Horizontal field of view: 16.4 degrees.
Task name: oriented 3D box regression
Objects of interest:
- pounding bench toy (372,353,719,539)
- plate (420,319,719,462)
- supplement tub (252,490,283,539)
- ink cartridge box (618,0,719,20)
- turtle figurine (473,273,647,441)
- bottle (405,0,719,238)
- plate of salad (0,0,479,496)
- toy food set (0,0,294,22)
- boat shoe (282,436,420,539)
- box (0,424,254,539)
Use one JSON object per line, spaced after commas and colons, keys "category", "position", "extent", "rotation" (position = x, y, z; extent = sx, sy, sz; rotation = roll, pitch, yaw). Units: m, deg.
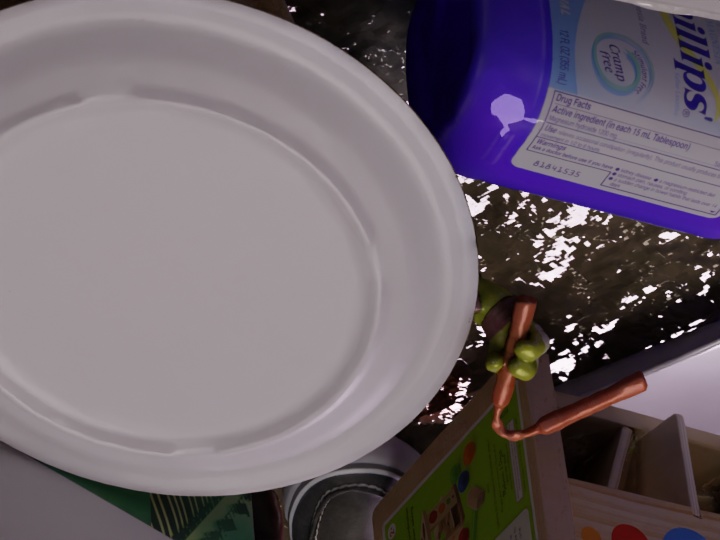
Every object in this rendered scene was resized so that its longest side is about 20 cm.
{"category": "pounding bench toy", "position": [0.108, 0.160, 0.976], "extent": [0.155, 0.201, 0.124], "rotation": [16, 136, -24]}
{"category": "plate", "position": [0.154, 0.081, 1.071], "extent": [0.199, 0.032, 0.200], "rotation": [-23, 139, 21]}
{"category": "supplement tub", "position": [-0.104, 0.156, 1.078], "extent": [0.106, 0.107, 0.200], "rotation": [6, 141, -14]}
{"category": "ink cartridge box", "position": [0.150, -0.166, 0.714], "extent": [0.144, 0.085, 0.200], "rotation": [8, 139, -16]}
{"category": "turtle figurine", "position": [0.000, 0.000, 0.922], "extent": [0.199, 0.065, 0.162], "rotation": [-2, 134, 21]}
{"category": "bottle", "position": [0.115, -0.053, 0.854], "extent": [0.199, 0.084, 0.065], "rotation": [14, 138, -21]}
{"category": "plate of salad", "position": [-0.061, -0.009, 0.793], "extent": [0.199, 0.048, 0.201], "rotation": [4, 128, 5]}
{"category": "toy food set", "position": [-0.115, -0.068, 0.816], "extent": [0.197, 0.049, 0.201], "rotation": [-1, 127, 7]}
{"category": "boat shoe", "position": [0.004, 0.145, 1.114], "extent": [0.068, 0.057, 0.200], "rotation": [-5, 142, 0]}
{"category": "box", "position": [-0.131, 0.071, 0.848], "extent": [0.199, 0.145, 0.036], "rotation": [15, 134, -23]}
